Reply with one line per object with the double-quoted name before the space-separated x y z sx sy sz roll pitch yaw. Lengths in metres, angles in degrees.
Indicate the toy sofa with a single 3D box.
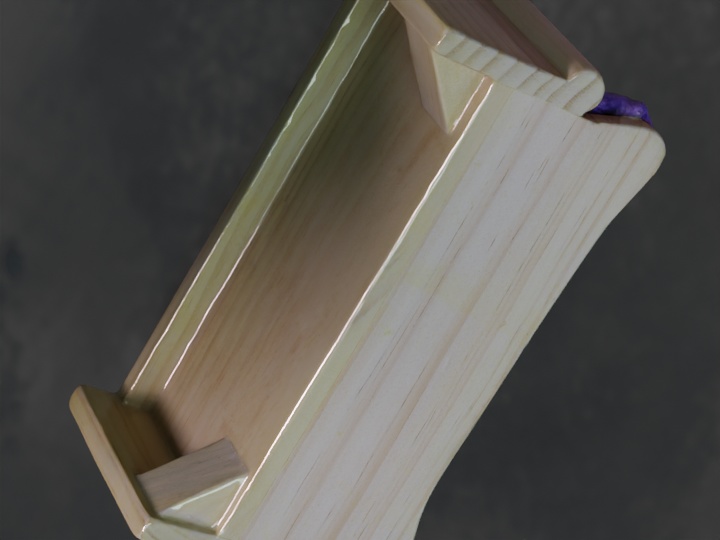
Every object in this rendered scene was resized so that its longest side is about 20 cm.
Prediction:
"toy sofa" 0.000 0.000 0.859 0.097 0.083 0.200 19 111 -34
